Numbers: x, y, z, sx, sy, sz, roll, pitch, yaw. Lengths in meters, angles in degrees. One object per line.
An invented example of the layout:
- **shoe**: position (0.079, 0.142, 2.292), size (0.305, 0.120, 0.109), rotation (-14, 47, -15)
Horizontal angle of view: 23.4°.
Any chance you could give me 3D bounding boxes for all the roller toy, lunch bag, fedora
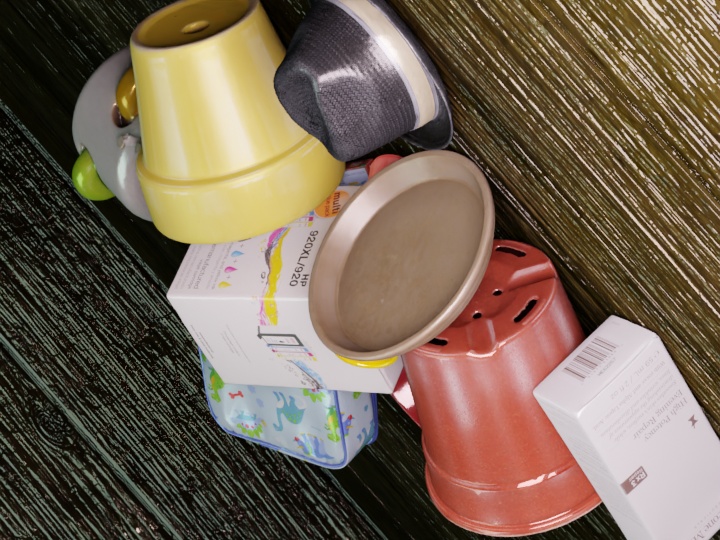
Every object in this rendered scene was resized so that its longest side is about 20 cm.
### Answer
- **roller toy**: position (-0.215, -0.155, 1.942), size (0.140, 0.182, 0.201), rotation (44, 128, 36)
- **lunch bag**: position (-0.077, 0.119, 1.845), size (0.199, 0.082, 0.162), rotation (14, 126, 35)
- **fedora**: position (-0.011, -0.153, 1.426), size (0.201, 0.092, 0.201), rotation (45, 168, 12)

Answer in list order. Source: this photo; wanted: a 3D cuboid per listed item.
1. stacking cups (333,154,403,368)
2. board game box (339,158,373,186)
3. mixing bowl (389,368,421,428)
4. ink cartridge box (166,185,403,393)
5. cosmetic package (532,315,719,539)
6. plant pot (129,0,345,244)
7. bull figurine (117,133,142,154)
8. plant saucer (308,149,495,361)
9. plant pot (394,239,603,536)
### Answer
- **stacking cups**: position (0.016, -0.010, 1.576), size (0.060, 0.201, 0.061), rotation (6, 147, 4)
- **board game box**: position (-0.049, -0.052, 1.780), size (0.199, 0.019, 0.103), rotation (-8, 115, 38)
- **mixing bowl**: position (0.092, 0.096, 1.809), size (0.200, 0.108, 0.200), rotation (47, 168, 13)
- **ink cartridge box**: position (-0.054, 0.016, 1.698), size (0.199, 0.148, 0.145), rotation (0, 140, 28)
- **cosmetic package**: position (0.238, 0.146, 1.458), size (0.200, 0.102, 0.074), rotation (54, 167, -28)
- **plant pot**: position (-0.133, -0.155, 1.663), size (0.201, 0.200, 0.190), rotation (33, 146, 53)
- **bull figurine**: position (-0.177, -0.142, 1.830), size (0.121, 0.201, 0.065), rotation (14, -151, -37)
- **plant saucer**: position (0.038, -0.010, 1.477), size (0.029, 0.201, 0.200), rotation (36, 178, -39)
- **plant pot**: position (0.124, 0.092, 1.524), size (0.201, 0.200, 0.196), rotation (34, 153, 50)
